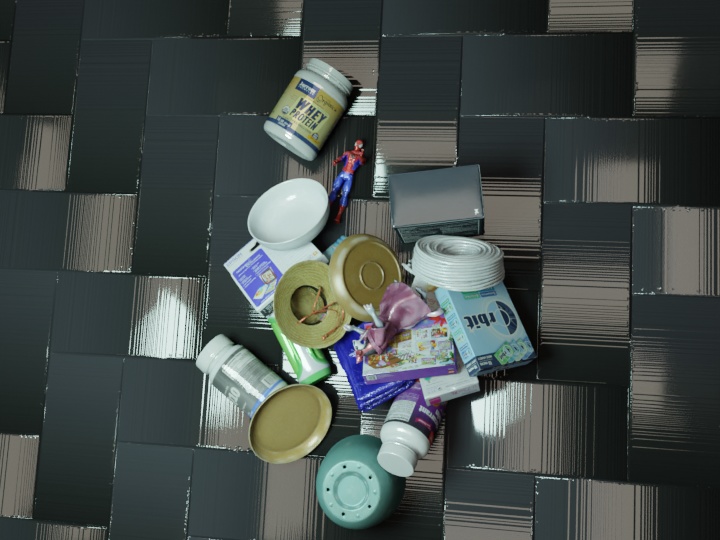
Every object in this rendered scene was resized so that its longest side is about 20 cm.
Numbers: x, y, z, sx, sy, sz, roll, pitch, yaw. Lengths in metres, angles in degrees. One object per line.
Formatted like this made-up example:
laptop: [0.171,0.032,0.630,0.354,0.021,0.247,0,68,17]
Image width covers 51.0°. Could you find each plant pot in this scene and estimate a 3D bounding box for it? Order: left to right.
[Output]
plant pot: [-0.158,0.336,1.677,0.201,0.200,0.027,-51,36,0]
plant pot: [-0.007,0.465,1.635,0.198,0.161,0.203,-1,82,8]
plant pot: [0.021,0.013,1.693,0.198,0.027,0.203,7,77,-30]

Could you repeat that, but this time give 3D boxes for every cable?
cable: [0.209,-0.020,1.610,0.198,0.200,0.070,-8,112,-21]

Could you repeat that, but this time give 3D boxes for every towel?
towel: [0.026,0.199,1.671,0.147,0.050,0.201,-31,46,5]

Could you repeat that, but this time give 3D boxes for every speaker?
speaker: [-0.143,0.163,1.732,0.088,0.088,0.202,-29,80,4]

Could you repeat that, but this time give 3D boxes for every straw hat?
straw hat: [-0.122,0.078,1.672,0.199,0.085,0.204,1,89,-32]

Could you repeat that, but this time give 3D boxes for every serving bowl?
serving bowl: [-0.157,-0.118,1.739,0.198,0.066,0.202,-13,48,15]

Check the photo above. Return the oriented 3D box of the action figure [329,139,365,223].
action figure: [-0.039,-0.219,1.760,0.065,0.099,0.202,21,84,10]

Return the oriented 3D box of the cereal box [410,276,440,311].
cereal box: [0.184,0.057,1.716,0.142,0.040,0.202,20,87,9]

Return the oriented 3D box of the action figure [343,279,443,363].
action figure: [0.055,0.121,1.603,0.148,0.134,0.201,37,75,-5]

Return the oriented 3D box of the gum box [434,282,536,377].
gum box: [0.267,0.115,1.615,0.168,0.045,0.202,-6,63,-35]

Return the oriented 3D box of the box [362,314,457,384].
box: [0.105,0.167,1.615,0.197,0.039,0.138,-8,48,12]

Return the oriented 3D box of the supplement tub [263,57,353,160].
supplement tub: [-0.119,-0.377,1.765,0.144,0.144,0.201,32,89,11]

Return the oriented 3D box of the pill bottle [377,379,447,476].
pill bottle: [0.108,0.331,1.612,0.110,0.112,0.201,20,51,11]

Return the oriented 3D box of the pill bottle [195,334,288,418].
pill bottle: [-0.273,0.244,1.728,0.199,0.114,0.114,37,90,12]

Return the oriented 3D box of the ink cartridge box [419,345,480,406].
ink cartridge box: [0.174,0.186,1.630,0.118,0.042,0.201,-17,50,3]

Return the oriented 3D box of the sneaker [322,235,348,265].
sneaker: [0.000,0.000,1.734,0.200,0.080,0.131,44,92,10]

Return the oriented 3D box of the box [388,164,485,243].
box: [0.172,-0.143,1.663,0.197,0.198,0.125,-6,82,8]

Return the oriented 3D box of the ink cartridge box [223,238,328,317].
ink cartridge box: [-0.200,-0.017,1.758,0.198,0.043,0.200,-41,48,-3]
